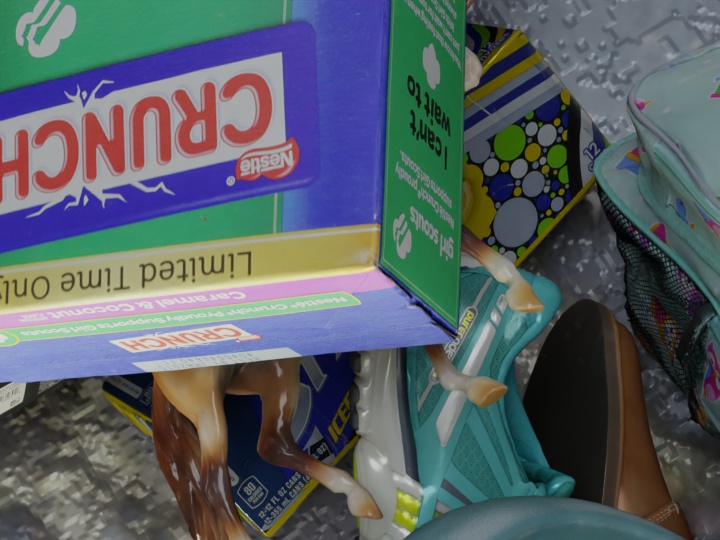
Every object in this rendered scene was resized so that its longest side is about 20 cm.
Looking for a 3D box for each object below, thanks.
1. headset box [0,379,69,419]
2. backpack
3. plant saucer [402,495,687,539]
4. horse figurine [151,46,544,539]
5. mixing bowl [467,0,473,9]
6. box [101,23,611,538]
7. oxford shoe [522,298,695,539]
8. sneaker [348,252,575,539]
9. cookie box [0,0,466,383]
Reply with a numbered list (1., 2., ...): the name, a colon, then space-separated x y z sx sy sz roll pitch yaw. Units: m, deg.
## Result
1. headset box: -0.185 -0.035 0.816 0.148 0.075 0.200 -29 68 -29
2. backpack: 0.189 -0.002 0.779 0.175 0.154 0.200 -23 49 -5
3. plant saucer: 0.089 0.149 0.707 0.199 0.027 0.201 21 42 -20
4. horse figurine: -0.017 0.014 0.751 0.200 0.050 0.133 -49 59 25
5. mixing bowl: -0.037 -0.133 0.851 0.199 0.108 0.201 -1 74 5
6. box: 0.000 0.000 0.854 0.200 0.064 0.070 -47 114 -12
7. oxford shoe: 0.098 0.109 0.834 0.071 0.071 0.201 8 67 -25
8. sneaker: 0.037 0.094 0.795 0.079 0.078 0.201 0 100 6
9. cookie box: -0.054 -0.075 0.715 0.170 0.075 0.201 -7 71 23
